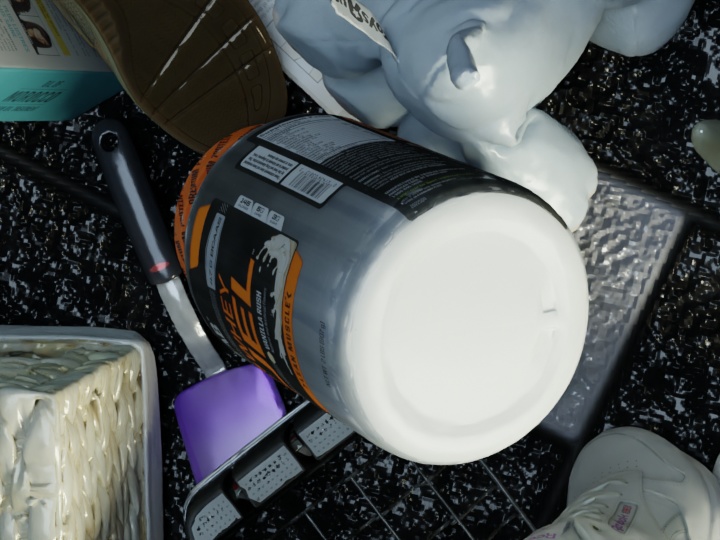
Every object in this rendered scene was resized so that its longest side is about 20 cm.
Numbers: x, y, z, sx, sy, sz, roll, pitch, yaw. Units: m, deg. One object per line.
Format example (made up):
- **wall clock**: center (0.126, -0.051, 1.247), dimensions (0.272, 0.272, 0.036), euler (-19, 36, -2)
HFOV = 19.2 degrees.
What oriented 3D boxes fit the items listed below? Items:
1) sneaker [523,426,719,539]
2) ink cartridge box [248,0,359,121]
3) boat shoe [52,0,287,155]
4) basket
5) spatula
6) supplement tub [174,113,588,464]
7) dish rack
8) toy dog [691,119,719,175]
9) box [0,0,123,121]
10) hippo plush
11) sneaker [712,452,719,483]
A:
- **sneaker**: center (0.110, 0.121, 0.922), dimensions (0.100, 0.200, 0.075), euler (39, 114, -21)
- **ink cartridge box**: center (-0.018, -0.188, 1.028), dimensions (0.200, 0.050, 0.161), euler (42, 101, -10)
- **boat shoe**: center (-0.106, -0.135, 0.999), dimensions (0.071, 0.065, 0.200), euler (-40, 121, -1)
- **basket**: center (-0.177, 0.133, 1.023), dimensions (0.135, 0.123, 0.200), euler (1, 96, 14)
- **spatula**: center (-0.087, 0.018, 1.049), dimensions (0.056, 0.021, 0.200), euler (-21, 96, 11)
- **supplement tub**: center (0.000, 0.000, 0.937), dimensions (0.122, 0.200, 0.123), euler (-8, 107, -27)
- **dish rack**: center (0.023, 0.149, 1.010), dimensions (0.153, 0.055, 0.200), euler (-38, 86, 7)
- **toy dog**: center (0.221, -0.009, 0.885), dimensions (0.140, 0.200, 0.194), euler (-42, 83, 11)
- **box**: center (-0.174, -0.114, 0.979), dimensions (0.049, 0.200, 0.082), euler (-29, 85, 17)
- **hippo plush**: center (0.064, -0.131, 0.945), dimensions (0.159, 0.200, 0.161), euler (35, 81, 29)
- **sneaker**: center (0.239, 0.145, 0.945), dimensions (0.200, 0.088, 0.081), euler (39, 99, 8)
